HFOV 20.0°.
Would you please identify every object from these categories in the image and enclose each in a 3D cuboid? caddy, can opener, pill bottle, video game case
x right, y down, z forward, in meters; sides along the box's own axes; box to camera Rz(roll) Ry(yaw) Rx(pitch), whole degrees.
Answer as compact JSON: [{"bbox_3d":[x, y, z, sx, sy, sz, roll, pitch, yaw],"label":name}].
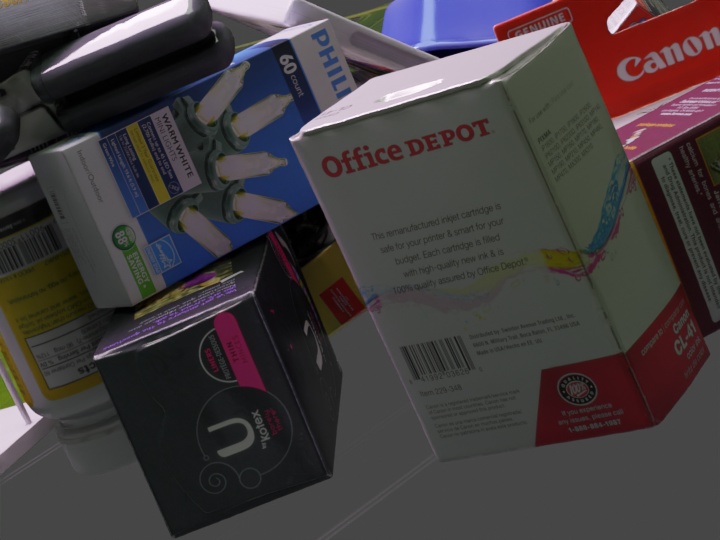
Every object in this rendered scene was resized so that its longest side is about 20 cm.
[{"bbox_3d":[0.100,-0.152,1.648,0.198,0.142,0.106,-4,53,6],"label":"caddy"},{"bbox_3d":[-0.168,-0.095,1.189,0.199,0.053,0.067,-20,45,18],"label":"can opener"},{"bbox_3d":[-0.193,0.029,1.379,0.114,0.201,0.114,-22,14,6],"label":"pill bottle"},{"bbox_3d":[0.000,-0.155,1.427,0.023,0.181,0.200,-68,21,2],"label":"video game case"}]

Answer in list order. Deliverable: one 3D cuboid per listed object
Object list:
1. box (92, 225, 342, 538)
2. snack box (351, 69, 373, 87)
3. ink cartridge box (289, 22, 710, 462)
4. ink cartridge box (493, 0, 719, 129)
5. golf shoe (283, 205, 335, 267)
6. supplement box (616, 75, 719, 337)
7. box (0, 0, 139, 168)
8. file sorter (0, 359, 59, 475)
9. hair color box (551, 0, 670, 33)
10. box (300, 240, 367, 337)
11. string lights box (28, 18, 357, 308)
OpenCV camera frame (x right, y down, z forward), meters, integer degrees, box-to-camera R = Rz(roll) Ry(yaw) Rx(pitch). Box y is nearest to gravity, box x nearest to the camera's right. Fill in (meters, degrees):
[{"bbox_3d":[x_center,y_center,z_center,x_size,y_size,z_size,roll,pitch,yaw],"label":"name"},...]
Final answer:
[{"bbox_3d":[-0.081,0.058,1.244,0.105,0.123,0.200,-21,14,7],"label":"box"},{"bbox_3d":[-0.059,-0.080,1.373,0.199,0.037,0.116,-16,30,-21],"label":"snack box"},{"bbox_3d":[0.075,-0.011,1.073,0.147,0.201,0.086,-12,18,40],"label":"ink cartridge box"},{"bbox_3d":[0.202,-0.104,1.264,0.199,0.175,0.044,-21,14,12],"label":"ink cartridge box"},{"bbox_3d":[-0.056,-0.022,1.421,0.200,0.078,0.095,-31,-25,-41],"label":"golf shoe"},{"bbox_3d":[0.225,-0.053,1.165,0.199,0.111,0.086,-28,14,-17],"label":"supplement box"},{"bbox_3d":[-0.212,-0.125,1.278,0.157,0.049,0.200,-18,-13,-6],"label":"box"},{"bbox_3d":[-0.333,0.104,1.499,0.138,0.125,0.200,-17,16,30],"label":"file sorter"},{"bbox_3d":[0.135,-0.114,1.416,0.200,0.064,0.111,-50,25,17],"label":"hair color box"},{"bbox_3d":[0.000,0.000,1.358,0.075,0.050,0.200,-35,-1,-41],"label":"box"},{"bbox_3d":[-0.090,-0.067,1.251,0.199,0.103,0.059,-30,13,-27],"label":"string lights box"}]
